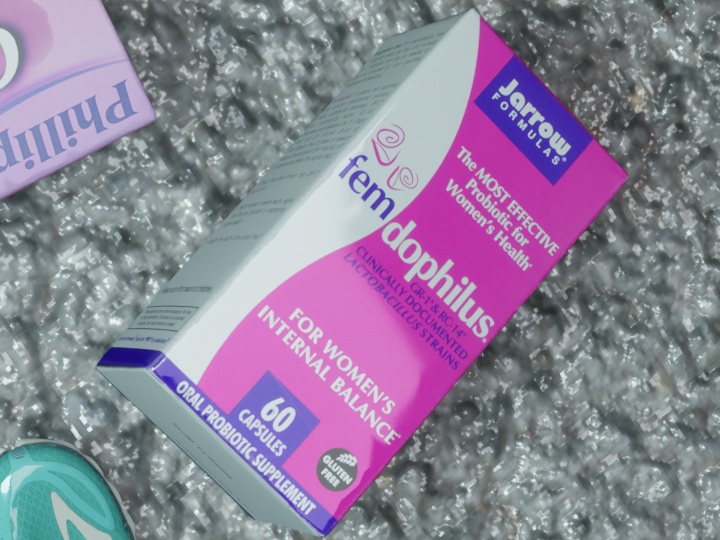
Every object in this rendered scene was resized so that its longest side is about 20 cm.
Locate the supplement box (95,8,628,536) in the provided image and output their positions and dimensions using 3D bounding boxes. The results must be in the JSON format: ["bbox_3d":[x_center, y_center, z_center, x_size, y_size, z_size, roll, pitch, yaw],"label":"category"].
[{"bbox_3d":[0.000,0.000,0.891,0.101,0.103,0.200,44,75,-13],"label":"supplement box"}]

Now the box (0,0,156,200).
[{"bbox_3d":[-0.206,-0.106,0.823,0.175,0.097,0.201,-28,99,-17],"label":"box"}]

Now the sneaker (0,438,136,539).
[{"bbox_3d":[-0.111,0.166,0.864,0.077,0.080,0.202,-11,93,-18],"label":"sneaker"}]
